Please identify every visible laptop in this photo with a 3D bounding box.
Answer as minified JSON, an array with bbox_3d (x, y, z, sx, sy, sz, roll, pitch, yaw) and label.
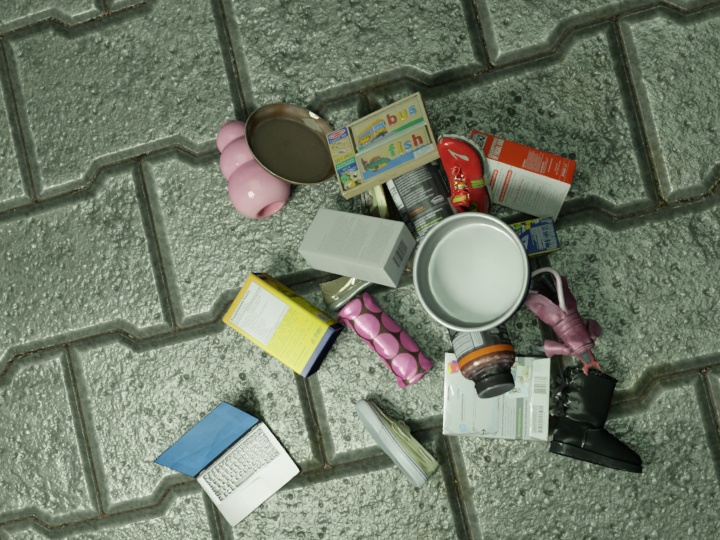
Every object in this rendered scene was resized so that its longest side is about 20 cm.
[{"bbox_3d":[-0.258,0.383,1.490,0.187,0.116,0.201,-40,84,7],"label":"laptop"}]

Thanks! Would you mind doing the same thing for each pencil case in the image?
[{"bbox_3d":[0.045,0.135,1.459,0.200,0.094,0.090,48,52,7],"label":"pencil case"}]

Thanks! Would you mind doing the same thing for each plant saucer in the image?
[{"bbox_3d":[-0.129,-0.237,1.462,0.200,0.200,0.032,44,140,6],"label":"plant saucer"}]

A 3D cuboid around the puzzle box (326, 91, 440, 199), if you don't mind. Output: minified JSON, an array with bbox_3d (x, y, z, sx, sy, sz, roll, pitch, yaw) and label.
[{"bbox_3d":[0.040,-0.231,1.404,0.198,0.025,0.135,-23,67,16],"label":"puzzle box"}]

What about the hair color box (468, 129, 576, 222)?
[{"bbox_3d":[0.283,-0.174,1.403,0.197,0.112,0.065,18,57,8],"label":"hair color box"}]

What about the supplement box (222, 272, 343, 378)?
[{"bbox_3d":[-0.147,0.102,1.477,0.199,0.109,0.110,34,94,7],"label":"supplement box"}]

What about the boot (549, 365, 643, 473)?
[{"bbox_3d":[0.440,0.273,1.400,0.195,0.073,0.165,17,77,-7],"label":"boot"}]

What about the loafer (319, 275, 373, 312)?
[{"bbox_3d":[0.000,0.000,1.471,0.199,0.075,0.070,-37,88,7],"label":"loafer"}]

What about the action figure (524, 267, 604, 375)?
[{"bbox_3d":[0.378,0.090,1.371,0.133,0.149,0.202,-28,72,-8],"label":"action figure"}]

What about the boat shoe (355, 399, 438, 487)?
[{"bbox_3d":[0.069,0.322,1.470,0.062,0.072,0.201,-39,87,-18],"label":"boat shoe"}]

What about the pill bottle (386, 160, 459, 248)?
[{"bbox_3d":[0.110,-0.153,1.438,0.105,0.106,0.203,-25,86,8],"label":"pill bottle"}]

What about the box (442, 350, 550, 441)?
[{"bbox_3d":[0.257,0.237,1.445,0.196,0.041,0.159,1,89,8],"label":"box"}]

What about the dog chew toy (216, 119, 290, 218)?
[{"bbox_3d":[-0.218,-0.205,1.489,0.123,0.124,0.202,-29,78,8],"label":"dog chew toy"}]

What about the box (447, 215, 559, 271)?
[{"bbox_3d":[0.257,-0.045,1.401,0.196,0.070,0.065,-11,84,-1],"label":"box"}]

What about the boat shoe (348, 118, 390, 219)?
[{"bbox_3d":[0.004,-0.190,1.473,0.064,0.073,0.203,-17,87,3],"label":"boat shoe"}]

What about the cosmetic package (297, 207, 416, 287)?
[{"bbox_3d":[-0.007,-0.045,1.422,0.198,0.071,0.102,14,67,34],"label":"cosmetic package"}]

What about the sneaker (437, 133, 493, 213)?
[{"bbox_3d":[0.187,-0.155,1.356,0.076,0.201,0.086,0,50,34],"label":"sneaker"}]

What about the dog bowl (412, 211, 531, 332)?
[{"bbox_3d":[0.194,0.004,1.312,0.197,0.079,0.204,-1,87,18],"label":"dog bowl"}]

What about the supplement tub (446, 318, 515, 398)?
[{"bbox_3d":[0.218,0.126,1.390,0.105,0.107,0.203,-19,66,9],"label":"supplement tub"}]
